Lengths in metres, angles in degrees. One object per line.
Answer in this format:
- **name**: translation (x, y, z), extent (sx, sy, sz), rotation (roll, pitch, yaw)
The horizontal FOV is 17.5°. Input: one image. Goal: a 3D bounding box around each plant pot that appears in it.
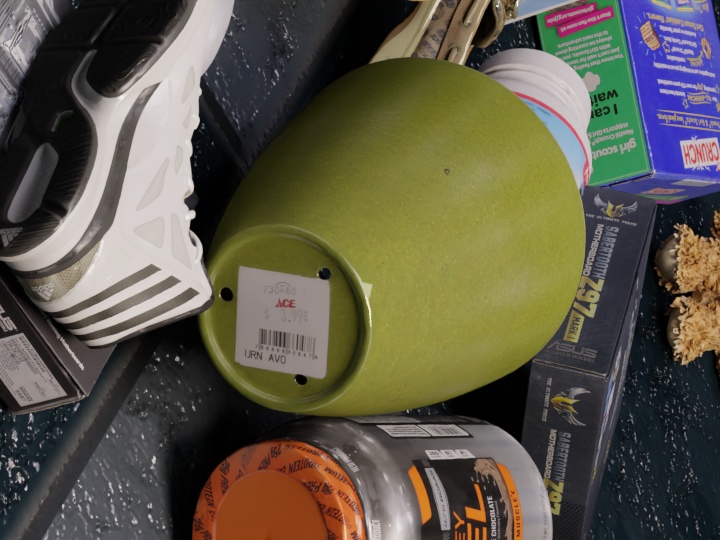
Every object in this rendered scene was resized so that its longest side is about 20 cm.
- **plant pot**: translation (0.000, 0.000, 1.200), extent (0.200, 0.186, 0.189), rotation (-35, 107, -64)

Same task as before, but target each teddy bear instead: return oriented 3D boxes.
- **teddy bear**: translation (0.287, 0.020, 1.782), extent (0.200, 0.066, 0.146), rotation (29, 56, -49)

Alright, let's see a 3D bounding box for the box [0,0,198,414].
- **box**: translation (-0.170, -0.058, 1.109), extent (0.201, 0.049, 0.158), rotation (58, 35, -25)

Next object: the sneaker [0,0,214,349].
- **sneaker**: translation (-0.106, -0.048, 1.107), extent (0.116, 0.075, 0.201), rotation (59, 42, -39)

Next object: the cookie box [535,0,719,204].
- **cookie box**: translation (0.201, -0.154, 1.710), extent (0.171, 0.075, 0.202), rotation (2, 76, -58)

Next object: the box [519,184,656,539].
- **box**: translation (0.135, 0.073, 1.445), extent (0.158, 0.051, 0.201), rotation (-69, 168, -45)

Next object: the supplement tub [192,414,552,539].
- **supplement tub**: translation (0.007, 0.138, 1.240), extent (0.199, 0.122, 0.124), rotation (4, 74, -57)

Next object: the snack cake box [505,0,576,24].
- **snack cake box**: translation (0.147, -0.216, 1.532), extent (0.115, 0.199, 0.068), rotation (-34, 106, -57)

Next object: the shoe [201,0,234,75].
- **shoe**: translation (-0.120, -0.193, 1.231), extent (0.091, 0.071, 0.202), rotation (35, 44, -45)

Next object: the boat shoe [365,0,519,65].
- **boat shoe**: translation (0.058, -0.141, 1.437), extent (0.201, 0.062, 0.073), rotation (-55, 169, -25)

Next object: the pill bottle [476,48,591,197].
- **pill bottle**: translation (0.082, -0.047, 1.447), extent (0.109, 0.108, 0.201), rotation (56, 37, -27)
